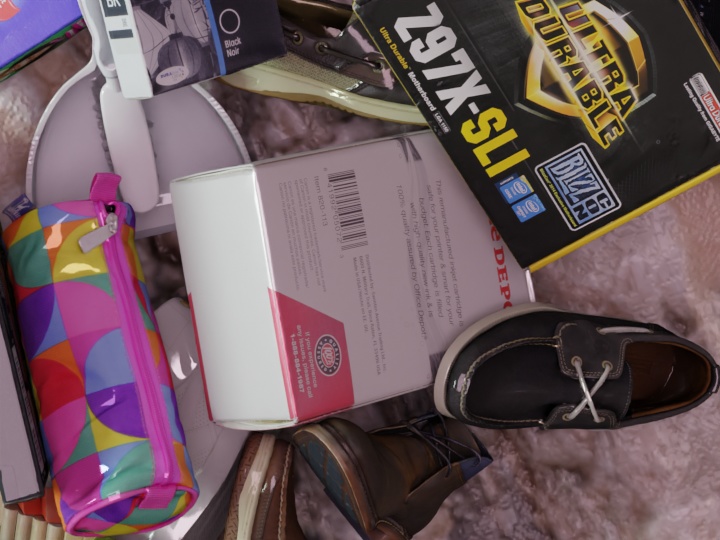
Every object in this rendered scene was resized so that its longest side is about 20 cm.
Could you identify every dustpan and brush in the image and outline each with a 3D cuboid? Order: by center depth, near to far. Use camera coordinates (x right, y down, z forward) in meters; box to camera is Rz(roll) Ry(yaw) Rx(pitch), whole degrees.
[{"bbox_3d":[-0.142,-0.102,1.352,0.138,0.057,0.201,-12,113,-3],"label":"dustpan and brush"}]

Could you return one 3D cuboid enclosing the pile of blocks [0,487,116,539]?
[{"bbox_3d":[-0.185,0.163,1.346,0.199,0.082,0.063,17,104,34],"label":"pile of blocks"}]

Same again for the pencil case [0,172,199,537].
[{"bbox_3d":[-0.151,0.051,1.318,0.088,0.088,0.201,-15,73,-2],"label":"pencil case"}]

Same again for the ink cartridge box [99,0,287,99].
[{"bbox_3d":[-0.109,-0.206,1.297,0.099,0.039,0.202,-22,103,-32],"label":"ink cartridge box"}]

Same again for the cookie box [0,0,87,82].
[{"bbox_3d":[-0.194,-0.227,1.365,0.199,0.075,0.172,-32,96,-1],"label":"cookie box"}]

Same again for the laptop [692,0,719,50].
[{"bbox_3d":[0.148,-0.143,1.340,0.103,0.199,0.178,-26,130,-35],"label":"laptop"}]

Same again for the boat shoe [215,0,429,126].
[{"bbox_3d":[0.004,-0.131,1.360,0.198,0.073,0.065,8,117,11],"label":"boat shoe"}]

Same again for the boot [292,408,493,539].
[{"bbox_3d":[0.022,0.104,1.345,0.097,0.200,0.075,-39,71,-6],"label":"boot"}]

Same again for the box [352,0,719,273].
[{"bbox_3d":[0.111,-0.118,1.288,0.159,0.049,0.201,-27,116,16],"label":"box"}]

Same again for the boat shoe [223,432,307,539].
[{"bbox_3d":[-0.043,0.183,1.370,0.074,0.075,0.204,8,126,3],"label":"boat shoe"}]

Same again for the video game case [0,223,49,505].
[{"bbox_3d":[-0.213,0.025,1.324,0.025,0.181,0.202,-13,94,-5],"label":"video game case"}]

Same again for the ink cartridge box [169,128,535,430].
[{"bbox_3d":[0.000,0.000,1.336,0.199,0.082,0.148,-13,95,-42],"label":"ink cartridge box"}]

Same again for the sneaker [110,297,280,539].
[{"bbox_3d":[-0.131,0.115,1.398,0.115,0.074,0.201,35,102,16],"label":"sneaker"}]

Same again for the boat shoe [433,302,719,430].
[{"bbox_3d":[0.129,0.061,1.352,0.199,0.067,0.072,-1,106,-40],"label":"boat shoe"}]
